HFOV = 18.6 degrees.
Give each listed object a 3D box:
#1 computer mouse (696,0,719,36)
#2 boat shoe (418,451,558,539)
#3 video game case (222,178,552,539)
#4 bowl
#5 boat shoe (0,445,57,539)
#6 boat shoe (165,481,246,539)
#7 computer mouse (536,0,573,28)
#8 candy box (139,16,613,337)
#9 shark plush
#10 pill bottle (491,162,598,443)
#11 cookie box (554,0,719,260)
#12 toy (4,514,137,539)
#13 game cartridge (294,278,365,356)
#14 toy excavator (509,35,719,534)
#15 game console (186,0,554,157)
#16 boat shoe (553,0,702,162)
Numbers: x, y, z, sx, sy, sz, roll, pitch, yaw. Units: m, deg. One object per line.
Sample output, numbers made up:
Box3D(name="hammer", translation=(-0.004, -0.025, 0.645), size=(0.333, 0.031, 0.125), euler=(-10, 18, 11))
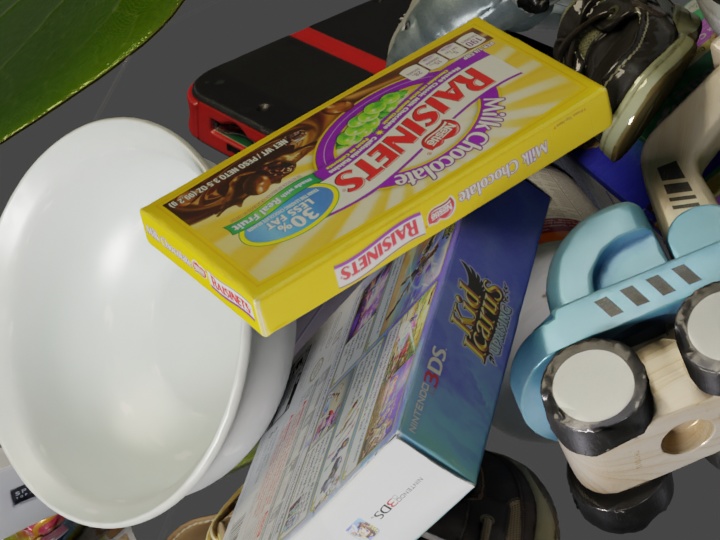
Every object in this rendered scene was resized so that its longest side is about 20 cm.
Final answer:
Box3D(name="computer mouse", translation=(0.191, -0.157, 1.152), size=(0.044, 0.109, 0.200), euler=(-47, 30, 19))
Box3D(name="boat shoe", translation=(0.045, 0.135, 0.991), size=(0.075, 0.073, 0.200), euler=(-59, 19, 19))
Box3D(name="video game case", translation=(0.006, 0.067, 1.009), size=(0.181, 0.045, 0.200), euler=(-49, 14, 39))
Box3D(name="bowl", translation=(-0.097, 0.028, 1.110), size=(0.201, 0.090, 0.202), euler=(-4, 84, 42))
Box3D(name="boat shoe", translation=(-0.179, 0.106, 1.300), size=(0.199, 0.071, 0.070), euler=(-20, 38, -20))
Box3D(name="boat shoe", translation=(-0.041, 0.140, 1.139), size=(0.200, 0.066, 0.074), euler=(-6, 38, 47))
Box3D(name="computer mouse", translation=(0.123, -0.159, 1.308), size=(0.110, 0.199, 0.044), euler=(20, 93, 52))
Box3D(name="candy box", translation=(0.008, -0.048, 1.006), size=(0.200, 0.026, 0.102), euler=(-32, 43, -21))
Box3D(name="shark plush", translation=(0.102, -0.152, 1.161), size=(0.199, 0.091, 0.083), euler=(-7, 37, 36))
Box3D(name="pill bottle", translation=(0.083, 0.001, 1.167), size=(0.109, 0.110, 0.200), euler=(-35, 25, 4))
Box3D(name="cookie box", translation=(0.206, -0.076, 1.179), size=(0.171, 0.075, 0.200), euler=(-37, 26, -1))
Box3D(name="toy", translation=(-0.204, 0.157, 1.342), size=(0.115, 0.047, 0.200), euler=(-36, 26, -2))
Box3D(name="game cartridge", translation=(0.000, 0.000, 1.253), size=(0.038, 0.130, 0.200), euler=(9, 49, 33))
Box3D(name="toy excavator", translation=(0.148, -0.009, 1.022), size=(0.194, 0.100, 0.200), euler=(-23, 54, 1))
Box3D(name="game console", translation=(0.016, -0.095, 1.221), size=(0.176, 0.031, 0.200), euler=(-26, 34, -28))
Box3D(name="boat shoe", translation=(0.128, -0.109, 1.108), size=(0.072, 0.066, 0.201), euler=(-54, -1, 20))
